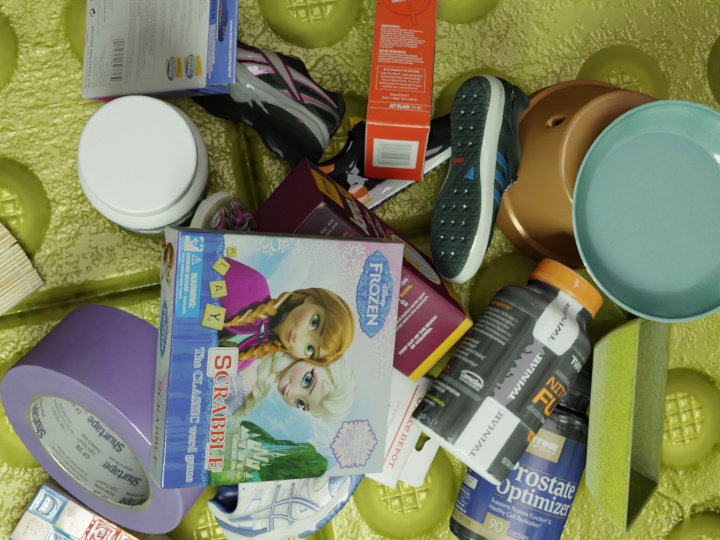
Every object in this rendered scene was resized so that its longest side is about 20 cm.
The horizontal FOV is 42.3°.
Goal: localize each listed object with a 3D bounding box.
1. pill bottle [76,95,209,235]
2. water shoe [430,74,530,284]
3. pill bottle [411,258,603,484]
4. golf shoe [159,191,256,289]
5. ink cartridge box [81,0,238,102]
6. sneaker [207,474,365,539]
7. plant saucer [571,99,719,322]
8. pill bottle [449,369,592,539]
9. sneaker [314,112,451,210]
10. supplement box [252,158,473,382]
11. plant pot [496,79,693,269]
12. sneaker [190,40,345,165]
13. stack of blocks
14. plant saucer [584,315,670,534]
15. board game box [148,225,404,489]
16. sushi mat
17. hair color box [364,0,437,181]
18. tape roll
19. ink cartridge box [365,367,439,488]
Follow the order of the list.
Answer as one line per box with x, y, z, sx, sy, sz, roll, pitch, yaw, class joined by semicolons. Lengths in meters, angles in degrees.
-0.193;-0.092;0.840;0.112;0.200;0.115;0;90;-9;pill bottle
0.124;-0.084;0.901;0.078;0.071;0.203;3;100;-39;water shoe
0.143;0.088;0.868;0.106;0.106;0.201;37;84;-7;pill bottle
-0.153;-0.008;0.856;0.072;0.201;0.092;-32;69;-36;golf shoe
-0.179;-0.222;0.865;0.198;0.042;0.121;3;90;35;ink cartridge box
-0.073;0.208;0.887;0.088;0.075;0.200;47;118;-3;sneaker
0.283;-0.054;0.859;0.197;0.036;0.203;0;91;-10;plant saucer
0.172;0.189;0.945;0.111;0.112;0.202;20;87;-8;pill bottle
0.032;-0.129;0.942;0.199;0.070;0.090;-34;98;-5;sneaker
0.000;0.000;0.880;0.199;0.111;0.086;37;105;-27;supplement box
0.240;-0.100;0.941;0.197;0.140;0.203;0;91;-8;plant pot
-0.101;-0.189;0.928;0.199;0.080;0.086;40;53;0;sneaker
-0.248;0.301;0.905;0.199;0.059;0.116;33;86;-8;stack of blocks
0.269;0.139;0.939;0.047;0.199;0.203;4;93;26;plant saucer
-0.066;0.070;0.760;0.197;0.041;0.203;1;97;-28;board game box
-0.415;0.031;0.901;0.199;0.012;0.096;-36;94;-8;sushi mat
0.040;-0.198;0.891;0.060;0.102;0.202;4;67;1;hair color box
-0.217;0.135;0.834;0.200;0.200;0.085;44;49;-6;tape roll
0.002;0.138;0.939;0.198;0.068;0.116;25;87;-8;ink cartridge box
